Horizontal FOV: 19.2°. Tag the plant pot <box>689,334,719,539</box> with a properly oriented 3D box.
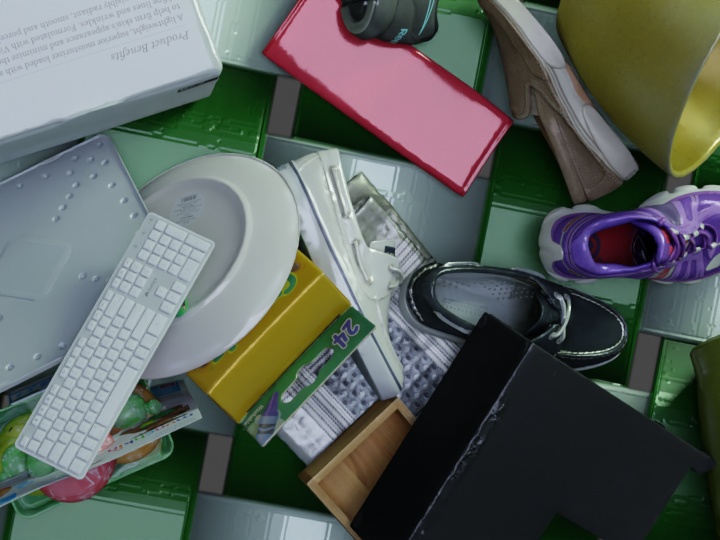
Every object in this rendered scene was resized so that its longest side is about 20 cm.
[{"bbox_3d":[0.350,0.131,1.677,0.199,0.200,0.194,-18,82,-6],"label":"plant pot"}]

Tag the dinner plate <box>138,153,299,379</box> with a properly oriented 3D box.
[{"bbox_3d":[-0.137,-0.010,1.613,0.200,0.200,0.024,-44,136,-4],"label":"dinner plate"}]

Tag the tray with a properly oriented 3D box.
[{"bbox_3d":[0.052,0.204,1.691,0.099,0.037,0.200,-42,106,-7],"label":"tray"}]

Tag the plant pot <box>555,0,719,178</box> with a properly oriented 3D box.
[{"bbox_3d":[0.238,-0.193,1.662,0.142,0.200,0.201,32,87,20],"label":"plant pot"}]

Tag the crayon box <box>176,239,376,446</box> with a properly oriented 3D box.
[{"bbox_3d":[-0.095,0.027,1.611,0.126,0.200,0.052,-46,137,-4],"label":"crayon box"}]

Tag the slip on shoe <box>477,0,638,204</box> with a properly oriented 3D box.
[{"bbox_3d":[0.144,-0.144,1.699,0.060,0.076,0.200,-35,101,7],"label":"slip on shoe"}]

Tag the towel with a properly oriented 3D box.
[{"bbox_3d":[-0.010,0.053,1.697,0.192,0.035,0.200,-41,95,-5],"label":"towel"}]

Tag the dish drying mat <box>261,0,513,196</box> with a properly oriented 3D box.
[{"bbox_3d":[0.022,-0.147,1.706,0.200,0.018,0.077,35,86,-7],"label":"dish drying mat"}]

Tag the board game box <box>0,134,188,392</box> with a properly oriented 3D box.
[{"bbox_3d":[-0.248,0.005,1.606,0.199,0.200,0.026,-26,138,-5],"label":"board game box"}]

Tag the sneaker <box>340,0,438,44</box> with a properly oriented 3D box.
[{"bbox_3d":[0.036,-0.276,1.689,0.079,0.075,0.201,11,87,-31],"label":"sneaker"}]

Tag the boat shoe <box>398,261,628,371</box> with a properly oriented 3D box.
[{"bbox_3d":[0.130,0.038,1.687,0.199,0.060,0.076,7,79,-20],"label":"boat shoe"}]

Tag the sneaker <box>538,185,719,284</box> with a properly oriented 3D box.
[{"bbox_3d":[0.242,-0.019,1.694,0.199,0.083,0.081,-10,100,-21],"label":"sneaker"}]

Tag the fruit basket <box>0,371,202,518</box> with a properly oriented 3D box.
[{"bbox_3d":[-0.213,0.125,1.590,0.184,0.200,0.094,-23,94,-5],"label":"fruit basket"}]

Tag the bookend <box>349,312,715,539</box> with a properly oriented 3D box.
[{"bbox_3d":[0.134,0.172,1.646,0.200,0.092,0.199,31,92,-25],"label":"bookend"}]

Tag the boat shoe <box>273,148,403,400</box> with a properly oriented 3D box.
[{"bbox_3d":[0.000,0.000,1.655,0.070,0.071,0.201,-24,88,-7],"label":"boat shoe"}]

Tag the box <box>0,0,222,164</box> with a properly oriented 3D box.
[{"bbox_3d":[-0.219,-0.169,1.584,0.198,0.200,0.131,-19,91,-7],"label":"box"}]

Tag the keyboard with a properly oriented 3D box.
[{"bbox_3d":[-0.175,0.052,1.523,0.056,0.011,0.201,23,71,16],"label":"keyboard"}]
